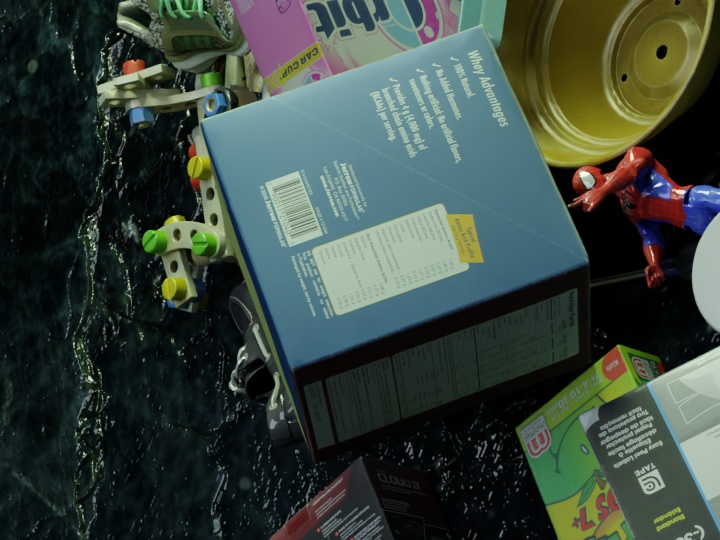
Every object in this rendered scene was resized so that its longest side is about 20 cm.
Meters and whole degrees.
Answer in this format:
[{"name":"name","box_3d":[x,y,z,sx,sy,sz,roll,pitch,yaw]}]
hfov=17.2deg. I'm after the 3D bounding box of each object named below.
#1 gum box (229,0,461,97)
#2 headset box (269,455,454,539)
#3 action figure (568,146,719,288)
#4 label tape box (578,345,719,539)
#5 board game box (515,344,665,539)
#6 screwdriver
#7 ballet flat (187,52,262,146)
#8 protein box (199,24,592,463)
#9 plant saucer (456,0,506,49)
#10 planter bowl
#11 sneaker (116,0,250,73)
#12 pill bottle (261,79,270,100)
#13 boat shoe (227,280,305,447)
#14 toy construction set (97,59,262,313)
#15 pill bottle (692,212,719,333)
[{"name":"gum box","box_3d":[0.015,-0.167,1.684,0.066,0.199,0.114,-31,80,43]},{"name":"headset box","box_3d":[0.003,0.242,1.678,0.149,0.077,0.201,-44,49,26]},{"name":"action figure","box_3d":[0.211,-0.023,1.493,0.199,0.099,0.066,18,132,31]},{"name":"label tape box","box_3d":[0.238,0.147,1.436,0.143,0.063,0.201,-27,55,5]},{"name":"board game box","box_3d":[0.181,0.161,1.542,0.101,0.047,0.201,-41,52,29]},{"name":"screwdriver","box_3d":[0.188,0.004,1.604,0.199,0.029,0.028,-16,67,46]},{"name":"ballet flat","box_3d":[-0.106,-0.124,1.910,0.068,0.067,0.202,-20,64,44]},{"name":"protein box","box_3d":[0.025,-0.018,1.548,0.198,0.135,0.200,-19,60,-6]},{"name":"plant saucer","box_3d":[0.093,-0.244,1.662,0.070,0.019,0.202,144,135,-71]},{"name":"planter bowl","box_3d":[0.184,-0.158,1.613,0.199,0.083,0.202,-16,68,42]},{"name":"sneaker","box_3d":[-0.132,-0.202,1.822,0.200,0.088,0.078,-25,56,61]},{"name":"pill bottle","box_3d":[-0.018,-0.192,1.809,0.112,0.112,0.202,-13,68,42]},{"name":"boat shoe","box_3d":[-0.072,0.068,1.783,0.062,0.073,0.200,-25,34,-10]},{"name":"toy construction set","box_3d":[-0.127,-0.075,1.842,0.131,0.092,0.202,-21,86,44]},{"name":"pill bottle","box_3d":[0.282,0.019,1.372,0.111,0.199,0.113,-15,68,41]}]
